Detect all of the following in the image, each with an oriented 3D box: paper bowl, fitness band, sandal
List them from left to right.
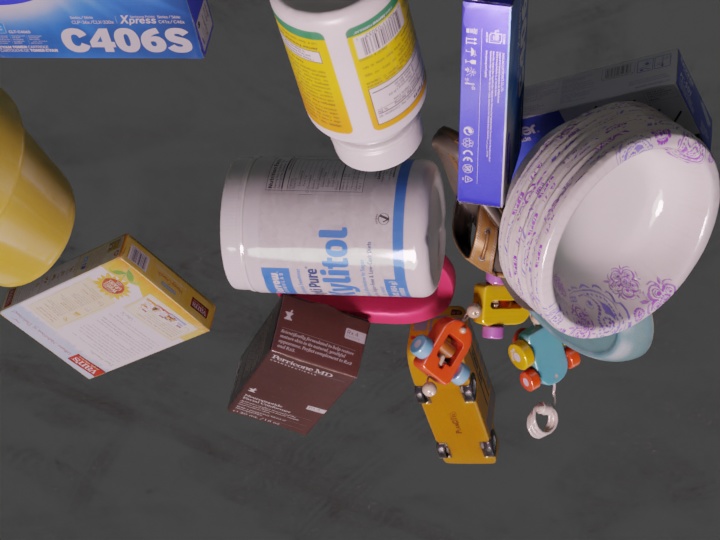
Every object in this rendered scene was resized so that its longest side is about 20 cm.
[{"bbox_3d":[0.000,0.000,1.827,0.197,0.038,0.144,5,145,9],"label":"fitness band"},{"bbox_3d":[0.113,-0.041,1.671,0.082,0.054,0.201,24,148,60],"label":"sandal"},{"bbox_3d":[0.204,-0.052,1.530,0.199,0.104,0.202,-21,132,-25],"label":"paper bowl"}]

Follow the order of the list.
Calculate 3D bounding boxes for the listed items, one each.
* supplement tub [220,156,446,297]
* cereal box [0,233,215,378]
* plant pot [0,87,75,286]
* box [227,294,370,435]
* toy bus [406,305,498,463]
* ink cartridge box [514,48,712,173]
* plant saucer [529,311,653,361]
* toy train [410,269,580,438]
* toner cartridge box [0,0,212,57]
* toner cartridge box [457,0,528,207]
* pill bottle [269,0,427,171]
[{"bbox_3d":[-0.023,-0.042,1.697,0.198,0.133,0.133,1,142,12],"label":"supplement tub"},{"bbox_3d":[-0.277,0.043,1.942,0.199,0.040,0.144,-21,133,35],"label":"cereal box"},{"bbox_3d":[-0.378,-0.077,1.703,0.199,0.203,0.189,-12,152,27],"label":"plant pot"},{"bbox_3d":[-0.069,0.104,1.916,0.099,0.076,0.200,18,151,-10],"label":"box"},{"bbox_3d":[0.103,0.130,1.929,0.064,0.079,0.201,-3,140,16],"label":"toy bus"},{"bbox_3d":[0.207,-0.130,1.599,0.198,0.045,0.094,-11,136,27],"label":"ink cartridge box"},{"bbox_3d":[0.197,0.011,1.702,0.200,0.027,0.201,42,156,24],"label":"plant saucer"},{"bbox_3d":[0.135,0.084,1.829,0.199,0.151,0.055,32,170,-32],"label":"toy train"},{"bbox_3d":[-0.237,-0.235,1.562,0.198,0.044,0.095,1,141,12],"label":"toner cartridge box"},{"bbox_3d":[0.113,-0.163,1.502,0.043,0.095,0.202,9,130,12],"label":"toner cartridge box"},{"bbox_3d":[-0.004,-0.183,1.527,0.111,0.114,0.201,-1,141,15],"label":"pill bottle"}]
